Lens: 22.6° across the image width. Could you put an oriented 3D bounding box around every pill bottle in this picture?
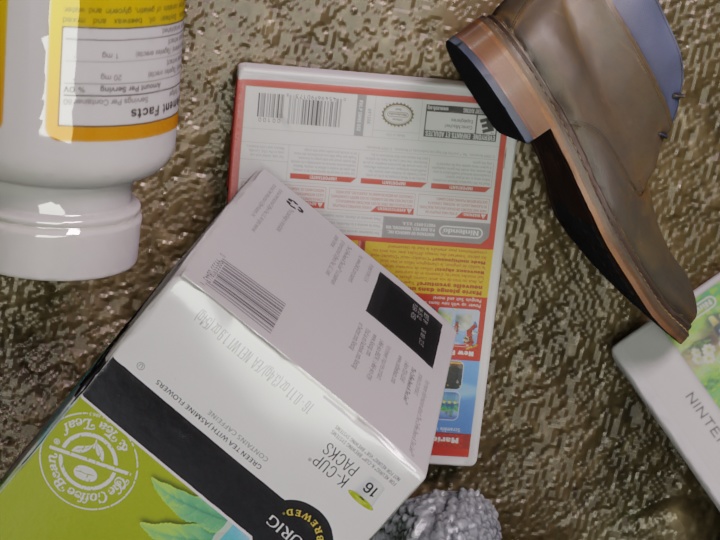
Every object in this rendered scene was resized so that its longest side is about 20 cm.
[{"bbox_3d":[-0.136,-0.103,0.821,0.110,0.111,0.201,4,106,-7],"label":"pill bottle"}]

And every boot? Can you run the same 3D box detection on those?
[{"bbox_3d":[0.134,-0.060,0.875,0.097,0.075,0.200,-38,114,-3],"label":"boot"}]

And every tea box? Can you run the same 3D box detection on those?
[{"bbox_3d":[-0.071,0.085,0.817,0.133,0.200,0.197,39,105,-4],"label":"tea box"}]

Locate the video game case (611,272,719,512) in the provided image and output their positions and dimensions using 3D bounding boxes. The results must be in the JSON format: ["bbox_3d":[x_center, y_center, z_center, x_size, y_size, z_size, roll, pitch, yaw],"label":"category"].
[{"bbox_3d":[0.254,0.054,0.891,0.200,0.022,0.182,-35,63,4],"label":"video game case"}]

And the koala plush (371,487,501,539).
[{"bbox_3d":[0.026,0.242,0.870,0.183,0.201,0.177,-25,143,23],"label":"koala plush"}]

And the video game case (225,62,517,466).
[{"bbox_3d":[0.000,0.000,0.913,0.142,0.017,0.201,4,105,-7],"label":"video game case"}]
